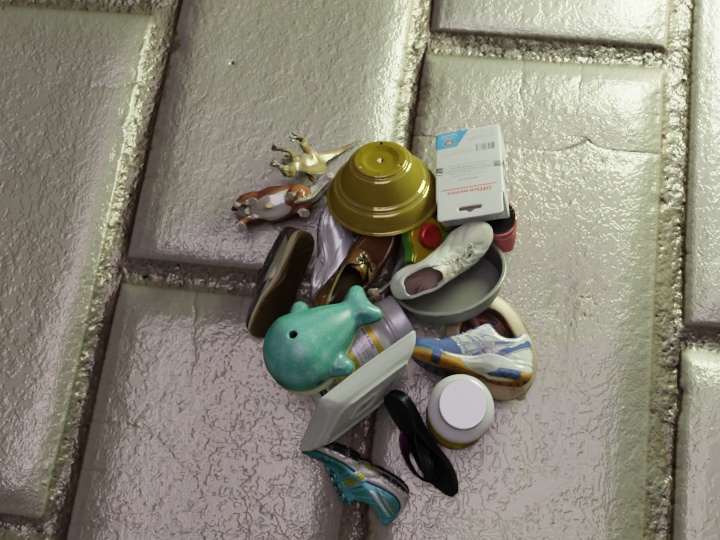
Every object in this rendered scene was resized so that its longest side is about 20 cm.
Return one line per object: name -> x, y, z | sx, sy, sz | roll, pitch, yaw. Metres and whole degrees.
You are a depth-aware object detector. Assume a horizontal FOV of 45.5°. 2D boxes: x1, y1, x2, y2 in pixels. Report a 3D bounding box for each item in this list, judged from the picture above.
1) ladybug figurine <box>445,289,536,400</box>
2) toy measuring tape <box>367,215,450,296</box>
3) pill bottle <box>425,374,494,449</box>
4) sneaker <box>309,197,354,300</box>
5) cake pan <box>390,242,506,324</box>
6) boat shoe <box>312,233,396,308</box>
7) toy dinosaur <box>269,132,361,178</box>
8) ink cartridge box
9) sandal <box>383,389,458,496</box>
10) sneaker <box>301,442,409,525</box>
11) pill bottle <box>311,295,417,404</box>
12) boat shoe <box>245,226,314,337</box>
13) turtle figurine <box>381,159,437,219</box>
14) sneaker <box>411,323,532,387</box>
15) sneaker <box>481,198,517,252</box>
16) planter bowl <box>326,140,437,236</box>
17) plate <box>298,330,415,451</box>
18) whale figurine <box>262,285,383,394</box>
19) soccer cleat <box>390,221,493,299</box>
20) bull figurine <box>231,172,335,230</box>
ladybug figurine -> 0.218, 0.130, 1.439 | 0.134, 0.072, 0.202 | -25, 74, -3
toy measuring tape -> 0.077, -0.038, 1.446 | 0.199, 0.074, 0.074 | -37, 75, -22
pill bottle -> 0.155, 0.223, 1.351 | 0.103, 0.200, 0.106 | -1, 74, 3
sneaker -> -0.032, -0.037, 1.507 | 0.098, 0.078, 0.203 | 7, 82, -3
cake pan -> 0.150, 0.016, 1.445 | 0.197, 0.037, 0.202 | -12, 40, 10
boat shoe -> 0.000, 0.000, 1.437 | 0.072, 0.068, 0.201 | 37, 81, -12
toy dinosaur -> -0.095, -0.202, 1.552 | 0.101, 0.059, 0.199 | 33, 41, 28
ink cartridge box -> 0.188, -0.146, 1.450 | 0.114, 0.067, 0.202 | -7, 51, 15
sandal -> 0.088, 0.287, 1.377 | 0.048, 0.075, 0.202 | -37, 101, -33
sneaker -> -0.018, 0.339, 1.397 | 0.198, 0.077, 0.080 | 30, 90, 13
pill bottle -> -0.009, 0.135, 1.429 | 0.198, 0.114, 0.115 | -31, 75, -6
boat shoe -> -0.147, 0.018, 1.498 | 0.064, 0.073, 0.202 | 27, 87, 42
turtle figurine -> 0.082, -0.120, 1.520 | 0.200, 0.064, 0.162 | 41, 80, 13
sneaker -> 0.178, 0.127, 1.377 | 0.197, 0.076, 0.089 | 11, 65, 1
sneaker -> 0.230, -0.114, 1.512 | 0.073, 0.087, 0.202 | -15, 50, 8
planter bowl -> 0.036, -0.159, 1.453 | 0.197, 0.084, 0.202 | -3, 48, 3
plate -> 0.001, 0.198, 1.338 | 0.199, 0.200, 0.032 | -33, 69, -30
whale figurine -> -0.063, 0.098, 1.333 | 0.199, 0.104, 0.159 | -37, 59, -6
soccer cleat -> 0.139, -0.011, 1.390 | 0.199, 0.078, 0.070 | -33, 104, -8
bull figurine -> -0.136, -0.121, 1.517 | 0.197, 0.122, 0.066 | -16, 102, 6
